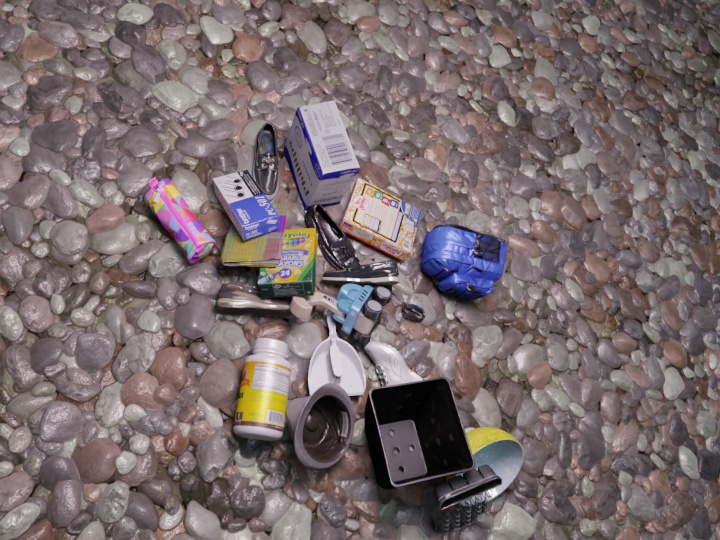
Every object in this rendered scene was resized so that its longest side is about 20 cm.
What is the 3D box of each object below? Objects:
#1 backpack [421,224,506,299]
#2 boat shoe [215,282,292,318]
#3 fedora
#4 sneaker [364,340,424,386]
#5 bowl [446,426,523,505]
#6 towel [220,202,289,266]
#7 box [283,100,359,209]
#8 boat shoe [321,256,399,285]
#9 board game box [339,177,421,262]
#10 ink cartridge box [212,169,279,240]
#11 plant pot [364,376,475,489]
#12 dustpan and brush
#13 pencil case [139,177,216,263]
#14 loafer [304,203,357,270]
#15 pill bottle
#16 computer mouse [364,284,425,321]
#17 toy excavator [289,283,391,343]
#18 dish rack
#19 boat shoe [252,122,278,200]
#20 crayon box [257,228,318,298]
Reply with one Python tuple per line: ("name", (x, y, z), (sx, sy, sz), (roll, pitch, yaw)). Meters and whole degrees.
("backpack", (0.257, -0.025, 1.503), (0.195, 0.162, 0.172), (18, 69, -13))
("boat shoe", (-0.234, 0.062, 1.342), (0.194, 0.074, 0.075), (6, 69, -19))
("fedora", (-0.099, 0.330, 1.256), (0.200, 0.089, 0.181), (43, 64, -44))
("sneaker", (0.079, 0.251, 1.390), (0.200, 0.075, 0.087), (45, 68, 1))
("bowl", (0.271, 0.436, 1.357), (0.195, 0.205, 0.108), (-9, 31, -22))
("towel", (-0.244, -0.085, 1.359), (0.139, 0.023, 0.204), (-2, 47, 4))
("box", (-0.102, -0.281, 1.443), (0.102, 0.200, 0.188), (-15, 76, -22))
("boat shoe", (0.000, 0.000, 1.416), (0.193, 0.074, 0.068), (-2, 79, 18))
("board game box", (0.055, -0.135, 1.522), (0.196, 0.046, 0.154), (26, 55, -10))
("ink cartridge box", (-0.272, -0.159, 1.374), (0.092, 0.045, 0.201), (-19, 49, -24))
("plant pot", (0.107, 0.377, 1.282), (0.194, 0.179, 0.204), (-5, 60, -20))
("dustpan and brush", (-0.063, 0.189, 1.363), (0.135, 0.058, 0.204), (0, 52, -17))
("pencil case", (-0.418, -0.115, 1.335), (0.088, 0.088, 0.201), (-37, 87, -27))
("loafer", (-0.069, -0.079, 1.459), (0.071, 0.063, 0.202), (-35, 85, -28))
("pill bottle", (-0.209, 0.257, 1.260), (0.106, 0.109, 0.206), (12, 67, -15))
("computer mouse", (0.083, 0.070, 1.483), (0.198, 0.034, 0.059), (38, 46, -9))
("toy excavator", (-0.048, 0.085, 1.369), (0.196, 0.102, 0.195), (28, 34, 8))
("dish rack", (0.230, 0.521, 1.282), (0.149, 0.204, 0.055), (-15, 37, -14))
("boat shoe", (-0.240, -0.280, 1.473), (0.067, 0.057, 0.206), (2, 70, -19))
("crayon box", (-0.165, -0.031, 1.352), (0.122, 0.052, 0.203), (-3, 46, 3))
